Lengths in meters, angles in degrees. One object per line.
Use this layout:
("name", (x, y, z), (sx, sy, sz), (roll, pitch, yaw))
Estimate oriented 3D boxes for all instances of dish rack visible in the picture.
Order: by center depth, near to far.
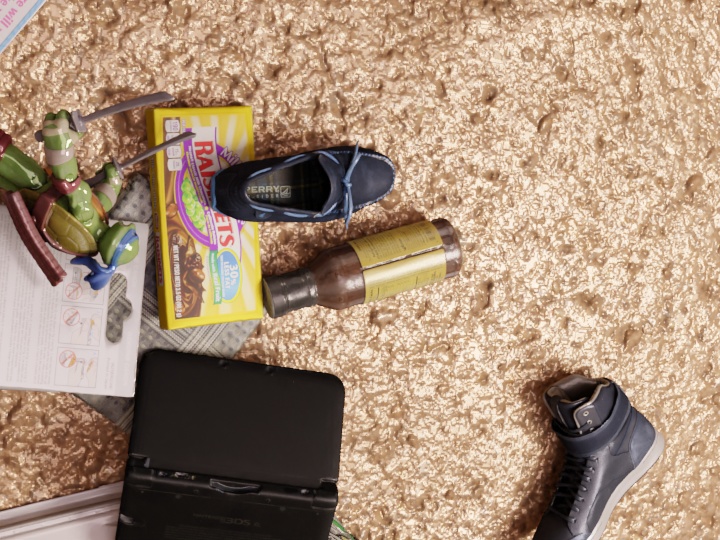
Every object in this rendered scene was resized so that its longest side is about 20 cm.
("dish rack", (-0.279, 0.305, 1.290), (0.197, 0.044, 0.174), (-11, 105, -16))

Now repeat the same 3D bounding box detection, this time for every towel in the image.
("towel", (-0.207, 0.044, 1.272), (0.192, 0.034, 0.201), (42, 83, -24))

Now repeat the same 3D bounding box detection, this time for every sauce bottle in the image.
("sauce bottle", (0.000, 0.000, 1.308), (0.198, 0.065, 0.066), (-14, 105, -18))

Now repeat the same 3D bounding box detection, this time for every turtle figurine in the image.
("turtle figurine", (-0.253, -0.103, 1.149), (0.192, 0.144, 0.202), (25, 108, 3))

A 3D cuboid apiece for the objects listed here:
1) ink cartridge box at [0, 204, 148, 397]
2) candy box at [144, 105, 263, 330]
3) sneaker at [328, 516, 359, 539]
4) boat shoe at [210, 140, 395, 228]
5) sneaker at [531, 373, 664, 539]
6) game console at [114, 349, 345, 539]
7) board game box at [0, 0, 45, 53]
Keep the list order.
("ink cartridge box", (-0.299, 0.027, 1.206), (0.197, 0.057, 0.165), (6, 86, -23))
("candy box", (-0.143, -0.051, 1.250), (0.101, 0.026, 0.203), (-6, 96, -32))
("sneaker", (-0.046, 0.266, 1.339), (0.200, 0.085, 0.078), (44, 86, -21))
("boat shoe", (-0.042, -0.072, 1.259), (0.198, 0.068, 0.085), (-17, 102, -33))
("sneaker", (0.219, 0.205, 1.414), (0.203, 0.077, 0.146), (-50, 123, -14))
("game console", (-0.124, 0.190, 1.278), (0.197, 0.117, 0.178), (9, 123, -9))
("board game box", (-0.351, -0.245, 1.156), (0.134, 0.034, 0.201), (42, 86, -21))
